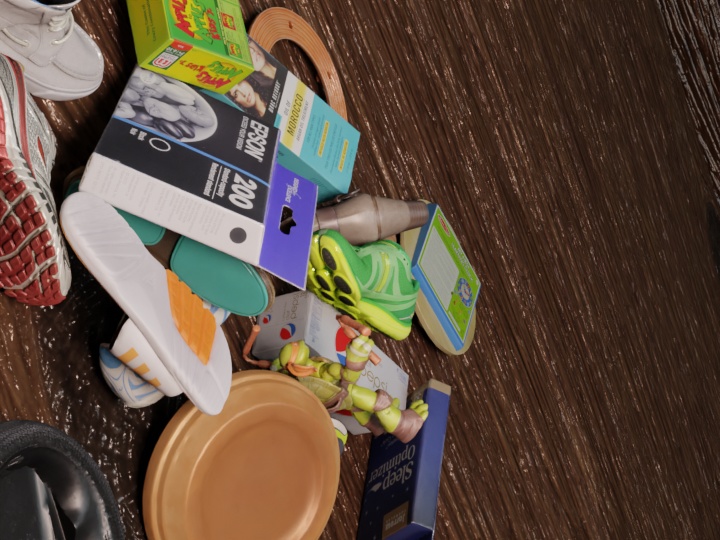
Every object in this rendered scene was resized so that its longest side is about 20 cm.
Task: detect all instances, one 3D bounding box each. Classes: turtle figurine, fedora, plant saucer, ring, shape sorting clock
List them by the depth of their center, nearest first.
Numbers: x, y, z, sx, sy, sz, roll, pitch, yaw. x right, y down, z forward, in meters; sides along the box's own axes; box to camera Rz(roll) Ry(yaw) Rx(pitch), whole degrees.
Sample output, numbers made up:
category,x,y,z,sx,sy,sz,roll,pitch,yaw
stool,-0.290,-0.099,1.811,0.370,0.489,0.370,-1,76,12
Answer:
category,x,y,z,sx,sy,sz,roll,pitch,yaw
fedora,-0.243,0.205,0.839,0.200,0.091,0.203,30,54,-53
plant saucer,-0.093,0.188,1.079,0.199,0.037,0.202,-8,103,-37
turtle figurine,-0.016,0.106,1.155,0.161,0.199,0.065,34,59,-27
ring,-0.071,-0.186,1.360,0.200,0.019,0.202,30,54,-53
shape sorting clock,0.097,0.009,1.576,0.200,0.039,0.202,33,51,-51

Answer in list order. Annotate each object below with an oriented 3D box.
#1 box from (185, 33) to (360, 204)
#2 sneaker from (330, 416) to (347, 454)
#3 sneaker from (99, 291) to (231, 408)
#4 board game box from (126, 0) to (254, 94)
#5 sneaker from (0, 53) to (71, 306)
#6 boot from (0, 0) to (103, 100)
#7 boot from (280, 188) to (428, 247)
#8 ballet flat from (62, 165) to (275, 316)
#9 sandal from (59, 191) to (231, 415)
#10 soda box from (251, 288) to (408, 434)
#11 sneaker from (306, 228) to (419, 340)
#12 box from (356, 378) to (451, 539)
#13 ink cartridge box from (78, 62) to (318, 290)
category,x,y,z,sx,sy,sz,roll,pitch,yaw
box,-0.086,-0.154,1.251,0.200,0.049,0.083,37,53,-38
sneaker,-0.080,0.167,1.185,0.200,0.073,0.082,21,80,-57
sneaker,-0.160,0.031,1.072,0.201,0.071,0.073,-63,146,-49
board game box,-0.166,-0.269,1.143,0.101,0.047,0.202,12,56,-47
sneaker,-0.254,-0.072,0.939,0.082,0.077,0.202,-25,101,-62
boot,-0.248,-0.194,0.977,0.200,0.095,0.074,21,61,-57
boot,-0.024,-0.036,1.320,0.145,0.200,0.071,-9,75,-26
ballet flat,-0.155,-0.034,1.056,0.199,0.068,0.073,28,27,-9
sandal,-0.175,0.029,0.973,0.207,0.059,0.079,55,29,-21
soda box,-0.027,0.098,1.291,0.200,0.068,0.064,45,42,-44
sneaker,0.000,0.000,1.221,0.200,0.074,0.084,43,67,-57
box,0.043,0.226,1.317,0.032,0.121,0.201,23,53,-20
ink cartridge box,-0.121,-0.085,1.056,0.199,0.044,0.199,25,27,-13
